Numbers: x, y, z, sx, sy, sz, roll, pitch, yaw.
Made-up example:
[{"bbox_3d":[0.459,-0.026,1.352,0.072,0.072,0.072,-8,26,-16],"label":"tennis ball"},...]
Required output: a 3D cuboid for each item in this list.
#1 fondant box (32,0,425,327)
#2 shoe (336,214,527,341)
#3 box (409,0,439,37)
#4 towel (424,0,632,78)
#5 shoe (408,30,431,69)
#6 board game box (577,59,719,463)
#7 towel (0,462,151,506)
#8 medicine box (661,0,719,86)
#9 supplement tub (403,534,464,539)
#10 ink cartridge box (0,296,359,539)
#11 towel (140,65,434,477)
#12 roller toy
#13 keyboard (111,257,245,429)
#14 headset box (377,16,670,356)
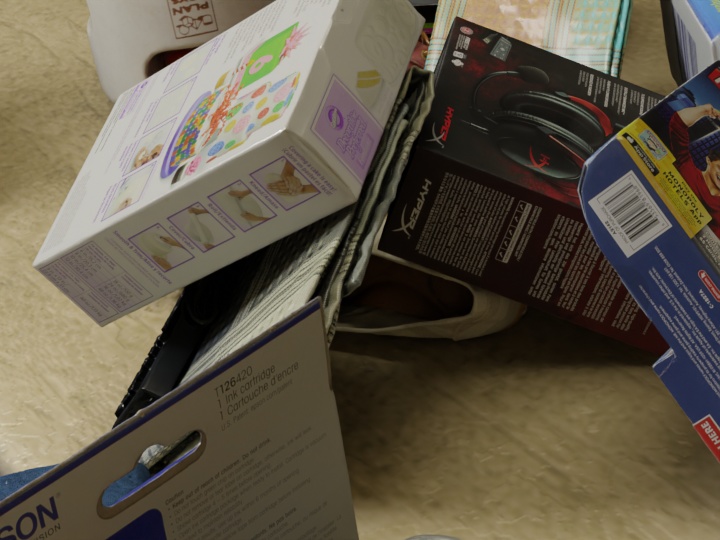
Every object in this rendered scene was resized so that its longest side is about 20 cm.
[{"bbox_3d":[-0.070,-0.067,1.079,0.199,0.058,0.145,-26,31,39],"label":"fondant box"},{"bbox_3d":[0.000,0.000,1.184,0.198,0.071,0.053,9,18,31],"label":"shoe"},{"bbox_3d":[0.082,-0.236,1.483,0.198,0.126,0.148,-1,-6,21],"label":"box"},{"bbox_3d":[0.109,-0.157,1.347,0.145,0.202,0.022,6,-12,31],"label":"towel"},{"bbox_3d":[0.038,-0.143,1.421,0.198,0.092,0.071,-20,28,-15],"label":"shoe"},{"bbox_3d":[0.201,0.003,1.014,0.062,0.201,0.200,-37,-2,33],"label":"board game box"},{"bbox_3d":[-0.139,0.157,0.971,0.111,0.049,0.200,-14,27,-7],"label":"towel"},{"bbox_3d":[0.306,-0.154,1.308,0.198,0.104,0.183,-12,27,1],"label":"medicine box"},{"bbox_3d":[-0.014,0.197,0.766,0.199,0.124,0.122,-32,33,-33],"label":"supplement tub"},{"bbox_3d":[-0.081,0.135,0.823,0.047,0.202,0.197,18,39,43],"label":"ink cartridge box"},{"bbox_3d":[-0.035,0.007,1.074,0.200,0.034,0.193,-42,18,49],"label":"towel"},{"bbox_3d":[-0.120,-0.210,1.557,0.199,0.141,0.182,16,38,41],"label":"roller toy"},{"bbox_3d":[-0.091,-0.008,1.156,0.104,0.039,0.201,-40,21,55],"label":"keyboard"},{"bbox_3d":[0.123,-0.044,1.138,0.198,0.075,0.149,21,37,-1],"label":"headset box"}]
